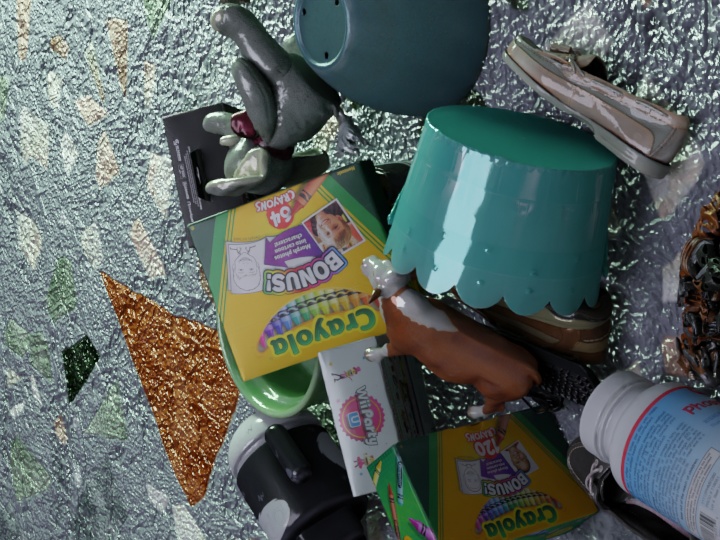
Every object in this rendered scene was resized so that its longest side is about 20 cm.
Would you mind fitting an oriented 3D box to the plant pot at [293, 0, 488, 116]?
[{"bbox_3d":[0.013,-0.251,1.616,0.200,0.134,0.201,14,108,50],"label":"plant pot"}]

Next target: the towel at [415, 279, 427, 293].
[{"bbox_3d":[0.000,0.000,1.690,0.199,0.018,0.086,-16,88,14],"label":"towel"}]

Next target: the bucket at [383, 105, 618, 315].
[{"bbox_3d":[0.132,-0.059,1.452,0.207,0.207,0.135,33,119,44],"label":"bucket"}]

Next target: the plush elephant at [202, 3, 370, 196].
[{"bbox_3d":[-0.097,-0.150,1.674,0.155,0.165,0.200,-43,70,21],"label":"plush elephant"}]

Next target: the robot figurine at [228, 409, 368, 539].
[{"bbox_3d":[-0.068,0.245,1.838,0.200,0.125,0.150,55,131,29],"label":"robot figurine"}]

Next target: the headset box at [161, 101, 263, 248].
[{"bbox_3d":[-0.151,-0.102,1.809,0.077,0.200,0.149,-13,87,13],"label":"headset box"}]

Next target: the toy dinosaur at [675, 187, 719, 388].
[{"bbox_3d":[0.302,0.005,1.339,0.136,0.102,0.201,42,152,60],"label":"toy dinosaur"}]

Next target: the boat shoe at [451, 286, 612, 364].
[{"bbox_3d":[0.159,0.043,1.541,0.200,0.075,0.074,22,128,51],"label":"boat shoe"}]

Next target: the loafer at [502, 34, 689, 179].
[{"bbox_3d":[0.213,-0.161,1.442,0.200,0.072,0.063,44,113,30],"label":"loafer"}]

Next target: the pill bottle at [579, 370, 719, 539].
[{"bbox_3d":[0.285,0.162,1.373,0.200,0.108,0.109,31,121,45],"label":"pill bottle"}]

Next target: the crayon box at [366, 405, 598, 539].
[{"bbox_3d":[0.117,0.208,1.525,0.058,0.199,0.119,-46,62,47],"label":"crayon box"}]

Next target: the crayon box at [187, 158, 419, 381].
[{"bbox_3d":[-0.055,0.000,1.659,0.199,0.058,0.173,-20,91,17],"label":"crayon box"}]

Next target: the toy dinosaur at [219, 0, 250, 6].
[{"bbox_3d":[-0.125,-0.366,1.814,0.200,0.077,0.102,-57,20,25],"label":"toy dinosaur"}]

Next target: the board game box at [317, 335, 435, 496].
[{"bbox_3d":[0.025,0.144,1.640,0.064,0.200,0.148,-15,84,10],"label":"board game box"}]

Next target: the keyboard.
[{"bbox_3d":[0.157,0.103,1.538,0.200,0.040,0.104,23,159,49],"label":"keyboard"}]

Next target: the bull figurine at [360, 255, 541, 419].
[{"bbox_3d":[0.072,0.065,1.496,0.200,0.065,0.121,34,154,-3],"label":"bull figurine"}]

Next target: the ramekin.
[{"bbox_3d":[-0.068,0.060,1.817,0.200,0.097,0.201,15,110,50],"label":"ramekin"}]

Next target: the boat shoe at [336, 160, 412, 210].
[{"bbox_3d":[-0.003,-0.084,1.734,0.200,0.056,0.069,-11,89,52],"label":"boat shoe"}]

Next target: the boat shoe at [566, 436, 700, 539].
[{"bbox_3d":[0.251,0.203,1.467,0.200,0.057,0.067,28,119,46],"label":"boat shoe"}]
